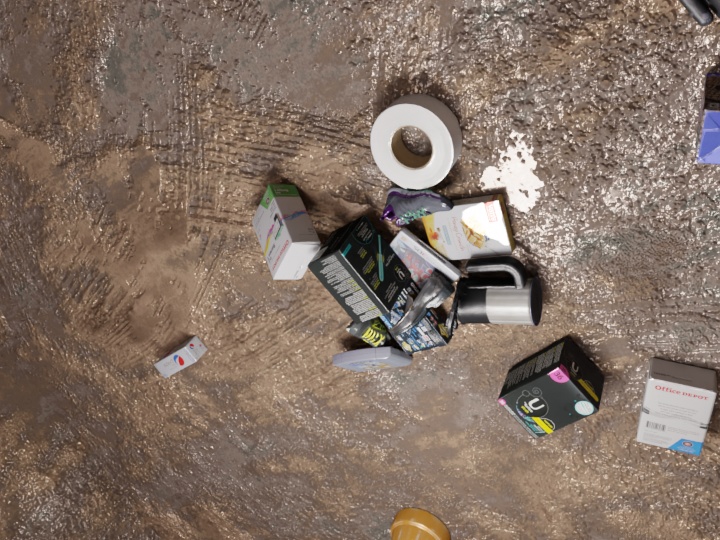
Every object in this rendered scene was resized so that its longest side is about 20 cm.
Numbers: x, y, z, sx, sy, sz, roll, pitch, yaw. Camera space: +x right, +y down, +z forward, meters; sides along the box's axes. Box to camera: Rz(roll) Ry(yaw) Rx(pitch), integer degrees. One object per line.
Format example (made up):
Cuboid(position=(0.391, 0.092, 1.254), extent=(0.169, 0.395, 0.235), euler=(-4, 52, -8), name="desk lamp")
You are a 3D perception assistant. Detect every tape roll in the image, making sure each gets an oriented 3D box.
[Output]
Cuboid(position=(0.124, -0.287, 1.596), extent=(0.200, 0.071, 0.204), euler=(14, 126, 19), name="tape roll")

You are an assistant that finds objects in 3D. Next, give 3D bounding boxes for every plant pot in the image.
Cuboid(position=(0.171, 0.912, 2.307), extent=(0.198, 0.184, 0.202), euler=(14, 127, 19), name="plant pot")

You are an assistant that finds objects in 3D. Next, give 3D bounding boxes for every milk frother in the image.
Cuboid(position=(0.306, 0.086, 1.655), extent=(0.186, 0.202, 0.181), euler=(-1, 140, 29), name="milk frother")

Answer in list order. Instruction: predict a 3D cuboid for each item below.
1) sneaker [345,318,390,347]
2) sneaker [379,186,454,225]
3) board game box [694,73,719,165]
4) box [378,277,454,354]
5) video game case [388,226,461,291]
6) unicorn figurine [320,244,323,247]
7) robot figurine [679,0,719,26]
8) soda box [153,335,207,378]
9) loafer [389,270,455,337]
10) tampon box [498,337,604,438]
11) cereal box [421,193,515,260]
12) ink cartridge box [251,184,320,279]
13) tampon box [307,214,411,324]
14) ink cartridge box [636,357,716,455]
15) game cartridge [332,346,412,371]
Cuboid(position=(0.031, 0.156, 1.873), extent=(0.075, 0.200, 0.085), euler=(-46, 72, 12), name="sneaker")
Cuboid(position=(0.130, -0.136, 1.646), extent=(0.074, 0.088, 0.199), euler=(30, 169, -39), name="sneaker")
Cuboid(position=(0.674, -0.261, 1.234), extent=(0.158, 0.200, 0.098), euler=(9, 124, 22), name="board game box")
Cuboid(position=(0.128, 0.123, 1.863), extent=(0.201, 0.046, 0.158), euler=(51, 141, -14), name="box")
Cuboid(position=(0.135, 0.002, 1.790), extent=(0.182, 0.023, 0.200), euler=(38, 144, 0), name="video game case")
Cuboid(position=(-0.086, -0.034, 1.872), extent=(0.136, 0.074, 0.202), euler=(-20, 91, 13), name="unicorn figurine")
Cuboid(position=(0.612, -0.491, 1.167), extent=(0.200, 0.151, 0.125), euler=(43, 152, -6), name="robot figurine")
Cuboid(position=(-0.601, 0.289, 2.375), extent=(0.199, 0.068, 0.064), euler=(-28, 106, 38), name="soda box")
Cuboid(position=(0.140, 0.084, 1.751), extent=(0.200, 0.073, 0.072), euler=(-43, 86, 14), name="loafer")
Cuboid(position=(0.470, 0.292, 1.756), extent=(0.150, 0.126, 0.200), euler=(45, 130, -7), name="tampon box")
Cuboid(position=(0.252, -0.098, 1.676), extent=(0.198, 0.040, 0.145), euler=(-5, 120, 31), name="cereal box")
Cuboid(position=(-0.193, -0.097, 1.817), extent=(0.145, 0.083, 0.201), euler=(-56, 47, 41), name="ink cartridge box")
Cuboid(position=(0.000, 0.000, 1.751), extent=(0.126, 0.150, 0.201), euler=(-23, 113, 43), name="tampon box")
Cuboid(position=(0.738, 0.319, 1.669), extent=(0.144, 0.084, 0.202), euler=(11, 125, 21), name="ink cartridge box")
Cuboid(position=(0.027, 0.248, 1.984), extent=(0.198, 0.133, 0.042), euler=(-13, 71, 34), name="game cartridge")
